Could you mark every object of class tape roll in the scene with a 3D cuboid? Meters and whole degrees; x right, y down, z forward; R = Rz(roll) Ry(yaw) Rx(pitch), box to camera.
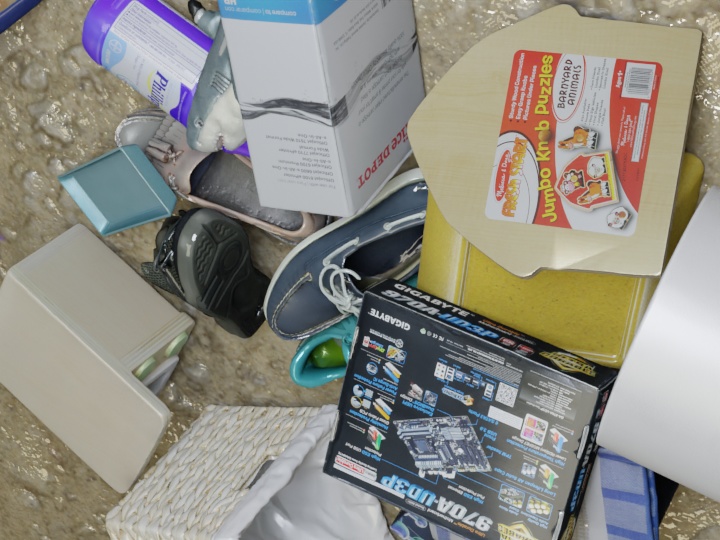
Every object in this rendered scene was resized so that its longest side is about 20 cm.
[{"bbox_3d":[0.267,0.059,1.176,0.139,0.203,0.203,25,132,12],"label":"tape roll"}]

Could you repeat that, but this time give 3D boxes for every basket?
[{"bbox_3d":[-0.095,0.252,1.541,0.160,0.198,0.201,0,123,36],"label":"basket"}]

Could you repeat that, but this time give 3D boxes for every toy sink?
[{"bbox_3d":[-0.235,0.079,1.550,0.200,0.112,0.131,41,134,10],"label":"toy sink"}]

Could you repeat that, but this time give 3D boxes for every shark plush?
[{"bbox_3d":[-0.100,-0.189,1.269,0.083,0.091,0.201,3,109,27],"label":"shark plush"}]

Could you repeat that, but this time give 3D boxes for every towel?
[{"bbox_3d":[0.135,0.174,1.314,0.199,0.024,0.148,7,126,27],"label":"towel"}]

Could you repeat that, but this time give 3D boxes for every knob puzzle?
[{"bbox_3d":[0.131,-0.090,1.193,0.218,0.030,0.221,-4,77,17],"label":"knob puzzle"}]

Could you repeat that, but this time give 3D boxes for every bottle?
[{"bbox_3d":[-0.129,-0.150,1.351,0.200,0.065,0.084,36,160,3],"label":"bottle"}]

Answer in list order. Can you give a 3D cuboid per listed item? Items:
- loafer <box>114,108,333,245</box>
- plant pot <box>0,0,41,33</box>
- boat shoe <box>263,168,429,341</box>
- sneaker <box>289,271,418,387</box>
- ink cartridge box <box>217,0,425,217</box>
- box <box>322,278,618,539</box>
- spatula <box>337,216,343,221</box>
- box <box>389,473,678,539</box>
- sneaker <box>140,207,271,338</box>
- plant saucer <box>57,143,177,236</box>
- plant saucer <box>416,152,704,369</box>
[{"bbox_3d":[-0.116,-0.081,1.389,0.199,0.063,0.072,26,97,8],"label":"loafer"},{"bbox_3d":[-0.383,-0.245,1.358,0.179,0.200,0.201,-14,113,31],"label":"plant pot"},{"bbox_3d":[0.000,0.000,1.349,0.200,0.062,0.075,-35,128,21],"label":"boat shoe"},{"bbox_3d":[0.021,0.054,1.404,0.199,0.080,0.078,-25,108,39],"label":"sneaker"},{"bbox_3d":[-0.024,-0.162,1.230,0.083,0.145,0.201,7,125,26],"label":"ink cartridge box"},{"bbox_3d":[0.079,0.115,1.265,0.199,0.046,0.160,22,113,22],"label":"box"},{"bbox_3d":[-0.023,-0.006,1.423,0.056,0.021,0.200,16,144,-23],"label":"spatula"},{"bbox_3d":[0.147,0.186,1.405,0.148,0.107,0.200,41,134,-1],"label":"box"},{"bbox_3d":[-0.144,-0.012,1.418,0.114,0.076,0.199,29,171,17],"label":"sneaker"},{"bbox_3d":[-0.208,-0.069,1.443,0.070,0.019,0.200,54,157,-12],"label":"plant saucer"},{"bbox_3d":[0.143,-0.004,1.267,0.199,0.049,0.201,8,127,4],"label":"plant saucer"}]
